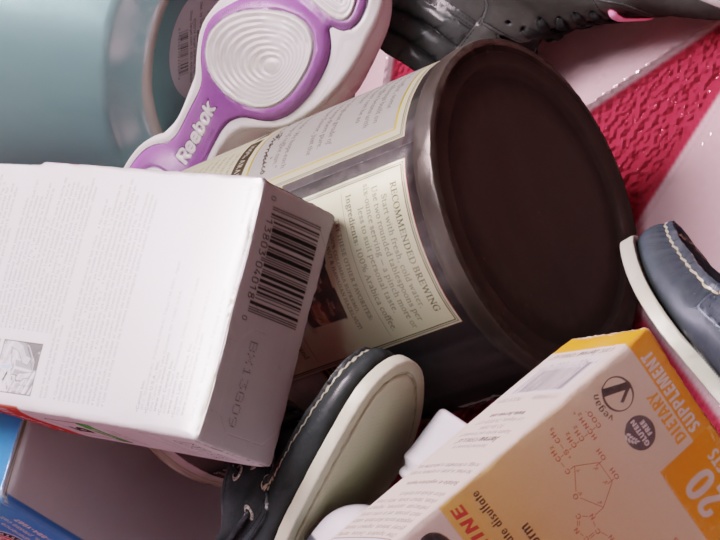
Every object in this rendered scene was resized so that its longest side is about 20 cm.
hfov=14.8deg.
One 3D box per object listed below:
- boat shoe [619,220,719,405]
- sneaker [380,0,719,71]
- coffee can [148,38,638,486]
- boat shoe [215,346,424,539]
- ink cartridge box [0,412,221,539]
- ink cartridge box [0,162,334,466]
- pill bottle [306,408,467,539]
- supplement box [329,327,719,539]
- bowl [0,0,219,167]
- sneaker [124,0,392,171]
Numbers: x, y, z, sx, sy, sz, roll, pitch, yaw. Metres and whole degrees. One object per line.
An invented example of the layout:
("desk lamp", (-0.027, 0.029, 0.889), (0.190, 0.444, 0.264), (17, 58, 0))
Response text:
("boat shoe", (0.166, 0.039, 1.072), (0.062, 0.075, 0.200), (-46, 40, 13))
("sneaker", (0.090, -0.117, 1.284), (0.199, 0.071, 0.100), (20, 102, 34))
("coffee can", (0.000, 0.000, 1.215), (0.200, 0.146, 0.147), (-20, 49, 36))
("boat shoe", (-0.031, 0.094, 1.168), (0.074, 0.200, 0.066), (-31, 63, -36))
("ink cartridge box", (-0.174, 0.115, 1.311), (0.199, 0.145, 0.084), (-13, 53, 40))
("ink cartridge box", (-0.110, 0.014, 1.171), (0.199, 0.050, 0.109), (6, 77, 42))
("pill bottle", (0.013, 0.163, 1.103), (0.200, 0.119, 0.120), (-55, 38, -2))
("supplement box", (0.055, 0.130, 1.012), (0.200, 0.126, 0.073), (-39, 9, -19))
("bowl", (-0.118, -0.117, 1.413), (0.105, 0.201, 0.201), (14, 72, 29))
("sneaker", (-0.042, -0.081, 1.342), (0.075, 0.099, 0.200), (52, 124, 17))
